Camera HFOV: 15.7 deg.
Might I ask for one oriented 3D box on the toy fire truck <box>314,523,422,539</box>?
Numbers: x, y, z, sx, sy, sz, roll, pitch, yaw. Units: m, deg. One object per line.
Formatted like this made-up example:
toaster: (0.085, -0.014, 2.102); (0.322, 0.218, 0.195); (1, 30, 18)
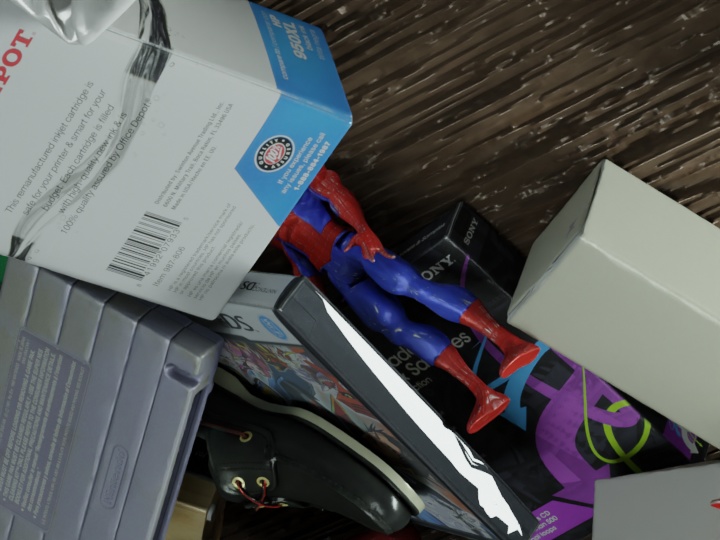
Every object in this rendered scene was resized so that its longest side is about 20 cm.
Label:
toy fire truck: (-0.001, 0.208, 1.520); (0.176, 0.200, 0.129); (-24, 88, 44)

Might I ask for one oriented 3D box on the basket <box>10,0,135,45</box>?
basket: (-0.125, -0.247, 1.151); (0.200, 0.161, 0.198); (38, 132, -13)

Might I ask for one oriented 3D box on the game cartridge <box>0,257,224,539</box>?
game cartridge: (-0.154, 0.089, 1.416); (0.129, 0.038, 0.201); (31, 124, 18)

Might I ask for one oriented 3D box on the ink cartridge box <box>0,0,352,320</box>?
ink cartridge box: (-0.128, -0.076, 1.286); (0.199, 0.084, 0.145); (19, 124, -30)

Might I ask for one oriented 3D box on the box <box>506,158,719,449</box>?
box: (0.182, 0.034, 1.343); (0.199, 0.069, 0.082); (32, 133, -8)

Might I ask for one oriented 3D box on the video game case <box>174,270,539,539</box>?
video game case: (-0.017, 0.071, 1.411); (0.200, 0.026, 0.180); (47, 161, -24)

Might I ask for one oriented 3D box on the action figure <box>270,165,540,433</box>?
action figure: (0.000, 0.000, 1.364); (0.200, 0.052, 0.066); (41, 131, 19)

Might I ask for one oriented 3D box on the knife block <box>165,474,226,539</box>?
knife block: (-0.167, 0.126, 1.556); (0.175, 0.064, 0.201); (18, 133, 6)

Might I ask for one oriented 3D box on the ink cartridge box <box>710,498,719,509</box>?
ink cartridge box: (0.268, 0.157, 1.347); (0.116, 0.068, 0.200); (-10, 162, 28)

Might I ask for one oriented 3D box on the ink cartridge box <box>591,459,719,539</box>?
ink cartridge box: (0.185, 0.222, 1.390); (0.084, 0.201, 0.145); (-10, 149, 28)

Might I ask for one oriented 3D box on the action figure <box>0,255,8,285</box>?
action figure: (-0.168, -0.006, 1.438); (0.200, 0.055, 0.118); (-31, 90, 29)

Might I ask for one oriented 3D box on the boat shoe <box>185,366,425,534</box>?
boat shoe: (-0.050, 0.104, 1.420); (0.201, 0.063, 0.074); (22, 156, 37)

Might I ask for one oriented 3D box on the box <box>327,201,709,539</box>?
box: (0.074, 0.067, 1.434); (0.200, 0.036, 0.143); (43, 130, -14)
